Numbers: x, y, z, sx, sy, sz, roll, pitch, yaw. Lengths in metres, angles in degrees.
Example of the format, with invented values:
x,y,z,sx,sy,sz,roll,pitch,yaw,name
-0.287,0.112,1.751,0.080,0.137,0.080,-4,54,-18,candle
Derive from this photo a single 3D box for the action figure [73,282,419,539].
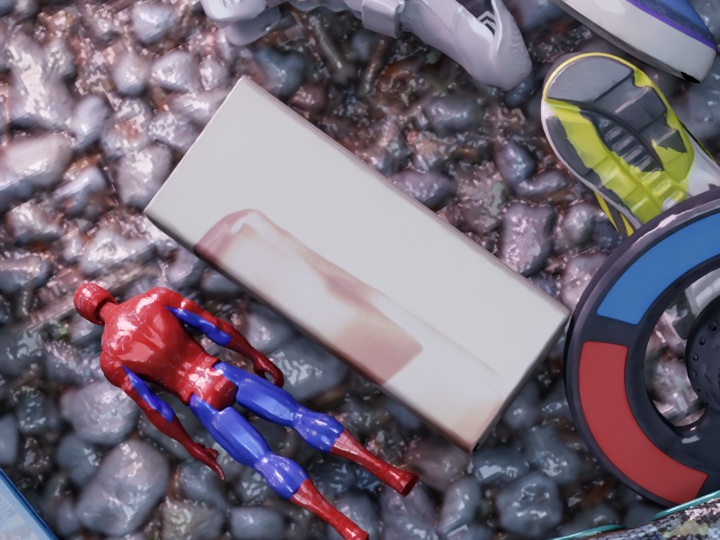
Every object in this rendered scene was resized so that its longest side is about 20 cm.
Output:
x,y,z,sx,sy,sz,roll,pitch,yaw,name
-0.067,0.068,1.432,0.200,0.052,0.065,37,84,10,action figure

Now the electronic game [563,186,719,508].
x,y,z,sx,sy,sz,roll,pitch,yaw,name
0.198,0.041,1.373,0.200,0.042,0.200,-3,124,-4,electronic game

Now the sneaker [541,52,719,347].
x,y,z,sx,sy,sz,roll,pitch,yaw,name
0.160,-0.035,1.412,0.074,0.085,0.200,-33,107,7,sneaker

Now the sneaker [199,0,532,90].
x,y,z,sx,sy,sz,roll,pitch,yaw,name
-0.011,-0.142,1.429,0.115,0.075,0.200,-44,80,1,sneaker

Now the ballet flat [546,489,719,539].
x,y,z,sx,sy,sz,roll,pitch,yaw,name
0.142,0.151,1.386,0.200,0.074,0.074,-20,85,17,ballet flat

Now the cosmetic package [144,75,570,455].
x,y,z,sx,sy,sz,roll,pitch,yaw,name
0.000,0.000,1.404,0.200,0.103,0.087,36,89,6,cosmetic package

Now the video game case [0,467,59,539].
x,y,z,sx,sy,sz,roll,pitch,yaw,name
-0.246,0.141,1.454,0.143,0.018,0.200,-40,85,1,video game case

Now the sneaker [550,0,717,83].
x,y,z,sx,sy,sz,roll,pitch,yaw,name
0.128,-0.205,1.417,0.200,0.081,0.146,37,94,11,sneaker
